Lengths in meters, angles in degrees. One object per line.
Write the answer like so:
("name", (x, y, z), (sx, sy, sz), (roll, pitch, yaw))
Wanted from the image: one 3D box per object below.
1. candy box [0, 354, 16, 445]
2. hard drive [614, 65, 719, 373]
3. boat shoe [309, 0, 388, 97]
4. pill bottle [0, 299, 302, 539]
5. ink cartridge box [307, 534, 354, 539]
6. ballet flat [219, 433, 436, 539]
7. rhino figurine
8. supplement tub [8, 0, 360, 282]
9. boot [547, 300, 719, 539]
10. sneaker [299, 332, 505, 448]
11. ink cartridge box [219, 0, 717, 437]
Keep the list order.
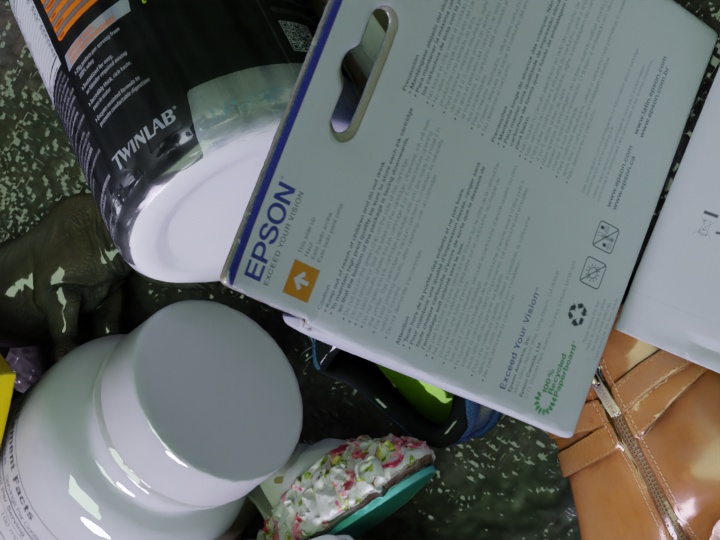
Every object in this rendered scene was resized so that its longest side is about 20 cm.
("candy box", (-0.228, 0.044, 0.809), (0.200, 0.026, 0.102), (42, 125, 45))
("hard drive", (0.204, -0.043, 0.685), (0.132, 0.025, 0.200), (24, 94, 32))
("boat shoe", (0.048, -0.064, 0.755), (0.068, 0.075, 0.200), (-17, 108, 47))
("pill bottle", (-0.118, 0.096, 0.781), (0.114, 0.114, 0.200), (51, 133, -1))
("ink cartridge box", (-0.025, 0.223, 0.782), (0.146, 0.084, 0.200), (-19, 136, 19))
("ballet flat", (-0.034, 0.125, 0.794), (0.064, 0.076, 0.200), (53, 136, 16))
("rhino figurine", (-0.147, 0.008, 0.826), (0.200, 0.060, 0.087), (-25, 73, 19))
("supplement tub", (-0.083, -0.104, 0.719), (0.122, 0.122, 0.200), (-37, 63, 21))
("boot", (0.120, 0.111, 0.775), (0.200, 0.077, 0.155), (-42, 81, 35))
("sneaker", (0.000, 0.000, 0.769), (0.079, 0.089, 0.200), (-40, 88, 21))
("ink cartridge box", (0.044, -0.053, 0.670), (0.041, 0.200, 0.200), (13, 79, 53))
